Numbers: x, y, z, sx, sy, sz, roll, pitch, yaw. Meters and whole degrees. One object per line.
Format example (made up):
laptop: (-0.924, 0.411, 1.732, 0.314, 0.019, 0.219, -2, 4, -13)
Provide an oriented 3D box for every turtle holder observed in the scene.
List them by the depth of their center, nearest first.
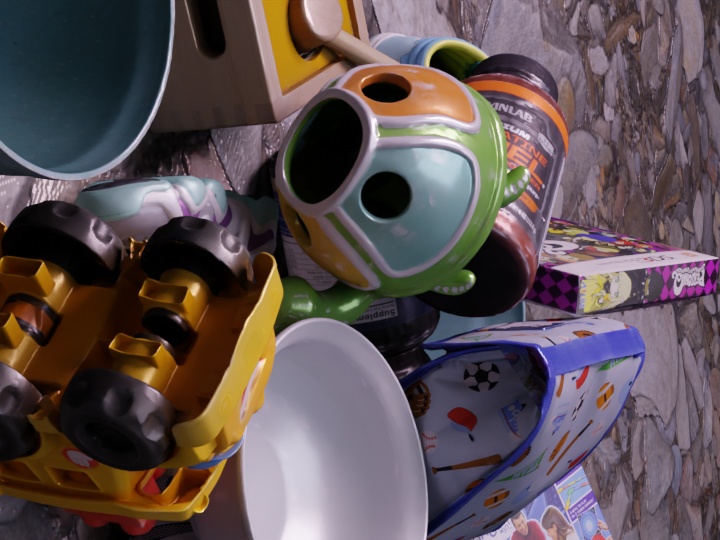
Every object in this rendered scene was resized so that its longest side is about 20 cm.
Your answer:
turtle holder: (0.001, -0.051, 1.048, 0.131, 0.185, 0.142, 15, 48, -52)

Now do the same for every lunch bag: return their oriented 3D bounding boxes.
lunch bag: (0.094, 0.103, 1.152, 0.170, 0.200, 0.124, -7, 62, -56)

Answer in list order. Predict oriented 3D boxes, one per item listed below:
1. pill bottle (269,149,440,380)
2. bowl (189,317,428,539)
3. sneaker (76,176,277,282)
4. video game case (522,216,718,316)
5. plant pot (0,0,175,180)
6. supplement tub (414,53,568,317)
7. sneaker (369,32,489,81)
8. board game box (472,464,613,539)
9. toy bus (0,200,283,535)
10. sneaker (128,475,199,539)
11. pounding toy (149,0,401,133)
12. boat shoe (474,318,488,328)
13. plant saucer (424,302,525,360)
pill bottle: (0.000, 0.000, 1.234, 0.112, 0.111, 0.201, -34, 118, -59)
bowl: (-0.046, 0.136, 1.024, 0.201, 0.090, 0.202, 26, 58, -50)
sneaker: (-0.109, 0.016, 1.040, 0.200, 0.077, 0.141, 7, 81, -62)
video game case: (0.150, -0.009, 1.290, 0.181, 0.199, 0.036, -5, 106, -44)
plant pot: (-0.203, -0.141, 0.822, 0.200, 0.133, 0.202, 10, 79, -62)
supplement tub: (0.092, -0.070, 1.186, 0.201, 0.106, 0.107, -71, 146, -41)
sneaker: (0.085, -0.110, 1.346, 0.080, 0.130, 0.200, -48, 115, -20)
board game box: (0.121, 0.241, 1.289, 0.200, 0.034, 0.136, -29, 100, -37)
toy bus: (-0.130, 0.076, 0.892, 0.193, 0.199, 0.136, 72, 32, -42)
sneaker: (-0.085, 0.207, 1.086, 0.200, 0.077, 0.140, 56, 42, -47)
pounding toy: (-0.052, -0.178, 1.113, 0.184, 0.141, 0.201, -41, 124, -56)
boat shoe: (0.085, -0.033, 1.460, 0.067, 0.072, 0.201, 4, 99, -30)
plant saucer: (0.070, 0.080, 1.394, 0.200, 0.036, 0.201, -31, 132, -41)
